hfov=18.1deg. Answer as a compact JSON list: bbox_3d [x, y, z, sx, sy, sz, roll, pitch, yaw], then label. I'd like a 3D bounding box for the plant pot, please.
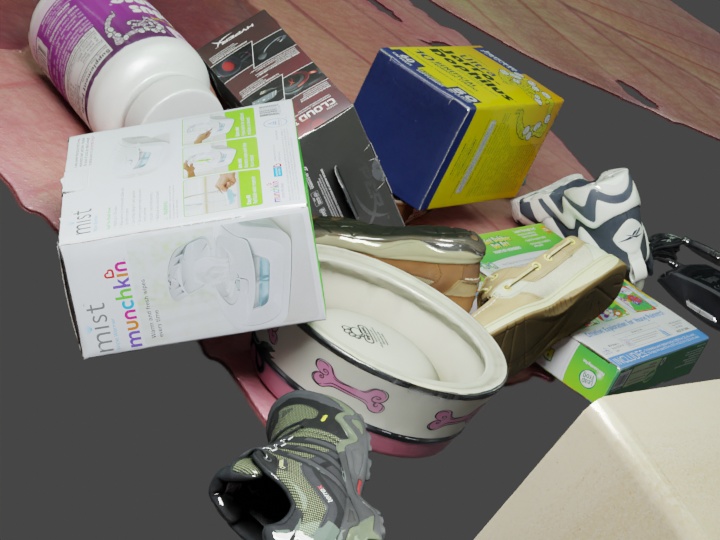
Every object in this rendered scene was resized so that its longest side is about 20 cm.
[{"bbox_3d":[0.195,0.204,1.429,0.199,0.200,0.177,-3,47,-53],"label":"plant pot"}]

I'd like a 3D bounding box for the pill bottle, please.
[{"bbox_3d":[-0.196,-0.166,1.923,0.112,0.113,0.200,8,28,-40],"label":"pill bottle"}]

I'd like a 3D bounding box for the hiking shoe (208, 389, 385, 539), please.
[{"bbox_3d":[-0.047,0.131,1.453,0.100,0.076,0.200,22,22,-22],"label":"hiking shoe"}]

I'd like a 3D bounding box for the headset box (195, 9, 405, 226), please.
[{"bbox_3d":[-0.046,-0.105,1.903,0.200,0.075,0.149,50,-12,46],"label":"headset box"}]

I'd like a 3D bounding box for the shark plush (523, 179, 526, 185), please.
[{"bbox_3d":[0.132,-0.130,2.357,0.083,0.091,0.200,44,-2,-8],"label":"shark plush"}]

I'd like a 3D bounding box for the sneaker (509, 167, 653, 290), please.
[{"bbox_3d":[0.216,-0.023,2.154,0.079,0.130,0.199,-23,6,-27],"label":"sneaker"}]

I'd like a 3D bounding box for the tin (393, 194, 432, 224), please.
[{"bbox_3d":[0.011,-0.087,2.091,0.112,0.042,0.200,36,22,12],"label":"tin"}]

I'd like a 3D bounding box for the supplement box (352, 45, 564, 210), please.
[{"bbox_3d":[0.083,-0.135,2.088,0.109,0.110,0.200,35,21,22],"label":"supplement box"}]

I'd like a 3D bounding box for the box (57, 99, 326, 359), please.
[{"bbox_3d":[-0.122,-0.035,1.620,0.175,0.097,0.200,-10,26,-1],"label":"box"}]

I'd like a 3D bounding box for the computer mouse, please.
[{"bbox_3d":[0.350,0.020,2.243,0.199,0.046,0.140,24,22,28],"label":"computer mouse"}]

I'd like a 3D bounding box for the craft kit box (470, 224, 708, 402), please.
[{"bbox_3d":[0.182,0.034,1.985,0.197,0.049,0.200,39,23,22],"label":"craft kit box"}]

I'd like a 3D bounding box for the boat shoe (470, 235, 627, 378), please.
[{"bbox_3d":[0.129,0.032,1.843,0.199,0.074,0.066,-26,53,-36],"label":"boat shoe"}]

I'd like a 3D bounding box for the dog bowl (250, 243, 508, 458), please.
[{"bbox_3d":[0.006,0.063,1.681,0.199,0.074,0.200,23,22,-10],"label":"dog bowl"}]

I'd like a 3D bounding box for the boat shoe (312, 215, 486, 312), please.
[{"bbox_3d":[0.000,0.000,1.801,0.199,0.074,0.076,6,12,17],"label":"boat shoe"}]
